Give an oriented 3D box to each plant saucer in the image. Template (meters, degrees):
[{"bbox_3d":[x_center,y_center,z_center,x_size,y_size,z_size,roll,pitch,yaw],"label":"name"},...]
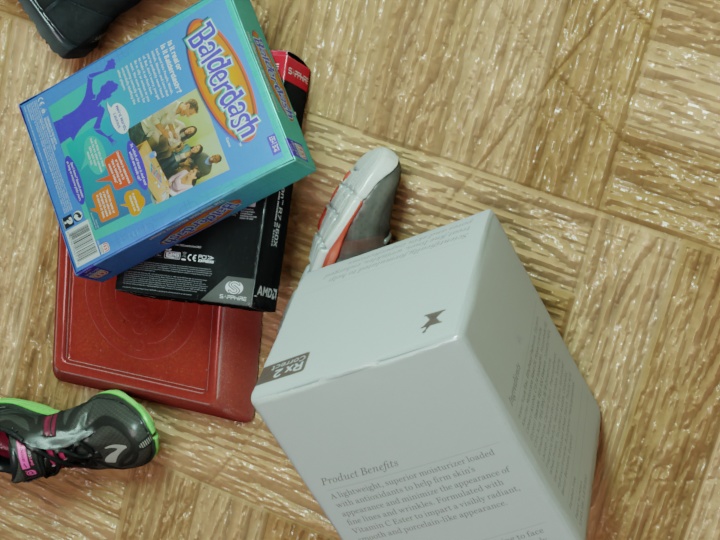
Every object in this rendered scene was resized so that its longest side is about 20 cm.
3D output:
[{"bbox_3d":[-0.178,0.019,1.299,0.199,0.037,0.201,11,104,22],"label":"plant saucer"}]

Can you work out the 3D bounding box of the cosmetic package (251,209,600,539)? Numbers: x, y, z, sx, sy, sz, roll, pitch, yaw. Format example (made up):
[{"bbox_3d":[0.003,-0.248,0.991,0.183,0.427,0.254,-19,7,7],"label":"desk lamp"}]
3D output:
[{"bbox_3d":[0.055,0.098,1.110,0.164,0.165,0.201,-19,116,24],"label":"cosmetic package"}]

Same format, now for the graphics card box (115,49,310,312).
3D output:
[{"bbox_3d":[-0.116,-0.073,1.218,0.125,0.051,0.201,5,84,21],"label":"graphics card box"}]

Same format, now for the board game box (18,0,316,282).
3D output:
[{"bbox_3d":[-0.150,-0.102,1.184,0.199,0.045,0.153,-26,74,17],"label":"board game box"}]

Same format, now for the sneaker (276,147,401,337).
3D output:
[{"bbox_3d":[0.000,0.000,1.213,0.082,0.077,0.201,20,111,-10],"label":"sneaker"}]

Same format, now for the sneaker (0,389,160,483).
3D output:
[{"bbox_3d":[-0.258,0.152,1.326,0.199,0.084,0.077,-7,113,27],"label":"sneaker"}]

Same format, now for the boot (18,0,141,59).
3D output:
[{"bbox_3d":[-0.211,-0.285,1.219,0.200,0.066,0.165,-34,98,38],"label":"boot"}]
